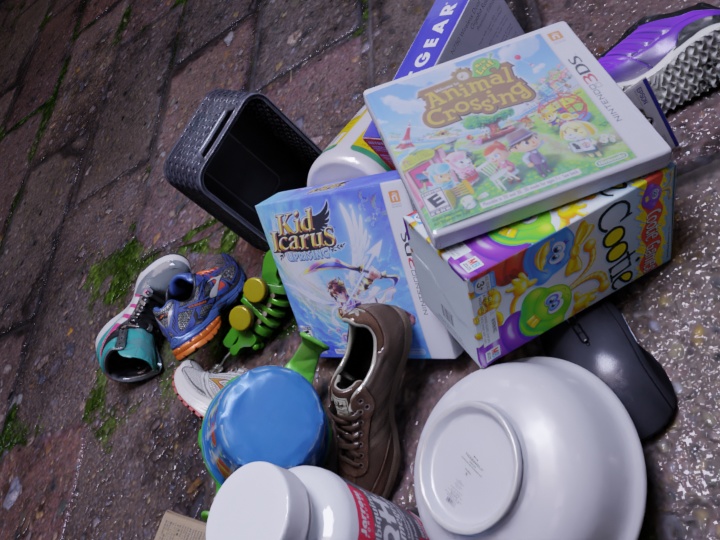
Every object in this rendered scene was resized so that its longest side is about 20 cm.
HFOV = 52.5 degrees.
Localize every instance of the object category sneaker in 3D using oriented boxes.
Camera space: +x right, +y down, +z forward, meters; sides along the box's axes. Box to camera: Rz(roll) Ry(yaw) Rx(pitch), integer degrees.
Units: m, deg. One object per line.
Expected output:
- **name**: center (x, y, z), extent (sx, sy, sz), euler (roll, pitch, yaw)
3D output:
- **sneaker**: center (0.270, -0.199, 0.726), extent (0.198, 0.070, 0.100), euler (-23, 42, 23)
- **sneaker**: center (-0.141, 0.149, 0.843), extent (0.199, 0.078, 0.083), euler (25, 75, 38)
- **sneaker**: center (-0.005, 0.130, 0.685), extent (0.070, 0.075, 0.203), euler (6, 89, 44)
- **sneaker**: center (-0.299, 0.079, 1.013), extent (0.201, 0.083, 0.121), euler (-51, 36, 12)
- **sneaker**: center (-0.207, 0.027, 0.948), extent (0.075, 0.079, 0.201), euler (-27, 23, 19)

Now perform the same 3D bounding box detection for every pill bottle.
- **pill bottle**: center (0.033, -0.133, 0.818), extent (0.112, 0.113, 0.201), euler (-6, 36, 38)
- **pill bottle**: center (-0.027, 0.224, 0.586), extent (0.110, 0.200, 0.112), euler (-21, 50, 27)

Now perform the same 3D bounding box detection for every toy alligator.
- **toy alligator**: center (-0.130, 0.069, 0.901), extent (0.054, 0.059, 0.202), euler (31, 102, 15)

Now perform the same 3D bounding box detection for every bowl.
- **bowl**: center (0.108, 0.157, 0.567), extent (0.200, 0.090, 0.204), euler (-24, 56, 40)

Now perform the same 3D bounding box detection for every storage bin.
- **storage bin**: center (-0.125, -0.115, 0.909), extent (0.093, 0.200, 0.136), euler (19, 75, 47)

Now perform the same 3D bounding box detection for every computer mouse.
- **computer mouse**: center (0.169, 0.070, 0.635), extent (0.140, 0.046, 0.201), euler (-34, 45, 17)

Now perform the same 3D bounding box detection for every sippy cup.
- **sippy cup**: center (-0.089, 0.152, 0.703), extent (0.138, 0.131, 0.180), euler (-5, 71, -12)

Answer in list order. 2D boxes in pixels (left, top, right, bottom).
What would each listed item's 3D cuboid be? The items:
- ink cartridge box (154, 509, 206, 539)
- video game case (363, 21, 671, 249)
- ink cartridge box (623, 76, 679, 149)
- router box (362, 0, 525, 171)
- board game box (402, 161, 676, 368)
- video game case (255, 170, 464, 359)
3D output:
- **ink cartridge box**: center (-0.154, 0.353, 0.703), extent (0.163, 0.075, 0.202), euler (0, 62, 40)
- **video game case**: center (0.121, -0.121, 0.608), extent (0.198, 0.022, 0.183), euler (-20, 53, -3)
- **ink cartridge box**: center (0.192, -0.099, 0.696), extent (0.199, 0.095, 0.037), euler (-32, 41, 21)
- **router box**: center (0.111, -0.163, 0.751), extent (0.049, 0.179, 0.202), euler (14, 72, 46)
- **board game box**: center (0.152, -0.028, 0.619), extent (0.198, 0.104, 0.105), euler (-28, 41, -12)
- **video game case**: center (0.000, 0.000, 0.744), extent (0.198, 0.183, 0.045), euler (-5, 19, 39)
